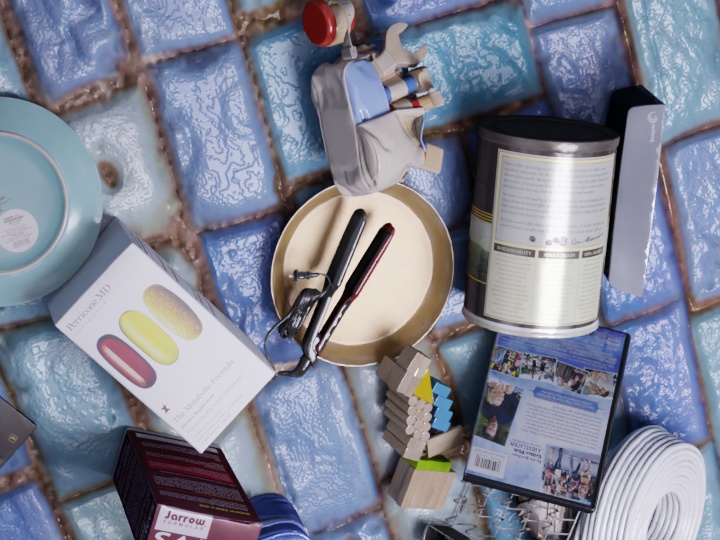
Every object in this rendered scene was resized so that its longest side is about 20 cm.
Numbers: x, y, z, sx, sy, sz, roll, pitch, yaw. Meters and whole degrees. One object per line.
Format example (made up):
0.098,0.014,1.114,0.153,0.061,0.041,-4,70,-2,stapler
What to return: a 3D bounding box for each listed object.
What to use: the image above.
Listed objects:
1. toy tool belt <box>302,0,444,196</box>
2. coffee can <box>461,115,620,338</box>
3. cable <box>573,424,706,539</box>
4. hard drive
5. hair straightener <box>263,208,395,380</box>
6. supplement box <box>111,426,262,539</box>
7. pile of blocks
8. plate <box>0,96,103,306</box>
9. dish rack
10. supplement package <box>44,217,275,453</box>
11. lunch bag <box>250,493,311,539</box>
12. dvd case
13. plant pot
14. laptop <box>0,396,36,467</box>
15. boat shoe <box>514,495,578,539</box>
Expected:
0.018,-0.180,1.642,0.122,0.124,0.202,-21,103,-35,toy tool belt
0.183,-0.047,1.701,0.145,0.146,0.202,0,105,-17,coffee can
0.311,0.272,1.824,0.199,0.069,0.202,9,97,-54,cable
0.278,-0.086,1.730,0.042,0.135,0.202,3,106,-3,hard drive
-0.046,0.023,1.687,0.077,0.041,0.201,28,100,-21,hair straightener
-0.175,0.226,1.638,0.108,0.200,0.061,14,101,-19,supplement box
0.060,0.160,1.770,0.081,0.062,0.202,-16,119,-25,pile of blocks
-0.345,-0.064,1.578,0.198,0.026,0.202,-1,96,-7,plate
0.168,0.243,1.782,0.054,0.153,0.202,9,106,-59,dish rack
-0.200,0.063,1.635,0.114,0.110,0.200,-47,112,-1,supplement package
-0.104,0.337,1.728,0.135,0.132,0.202,-17,110,-12,lunch bag
0.198,0.143,1.751,0.141,0.018,0.202,14,69,3,dvd case
0.000,0.000,1.723,0.198,0.027,0.202,-5,107,-16,plant pot
-0.439,0.188,1.600,0.177,0.103,0.200,42,90,-23,laptop
0.205,0.258,1.841,0.073,0.074,0.202,12,94,-8,boat shoe
